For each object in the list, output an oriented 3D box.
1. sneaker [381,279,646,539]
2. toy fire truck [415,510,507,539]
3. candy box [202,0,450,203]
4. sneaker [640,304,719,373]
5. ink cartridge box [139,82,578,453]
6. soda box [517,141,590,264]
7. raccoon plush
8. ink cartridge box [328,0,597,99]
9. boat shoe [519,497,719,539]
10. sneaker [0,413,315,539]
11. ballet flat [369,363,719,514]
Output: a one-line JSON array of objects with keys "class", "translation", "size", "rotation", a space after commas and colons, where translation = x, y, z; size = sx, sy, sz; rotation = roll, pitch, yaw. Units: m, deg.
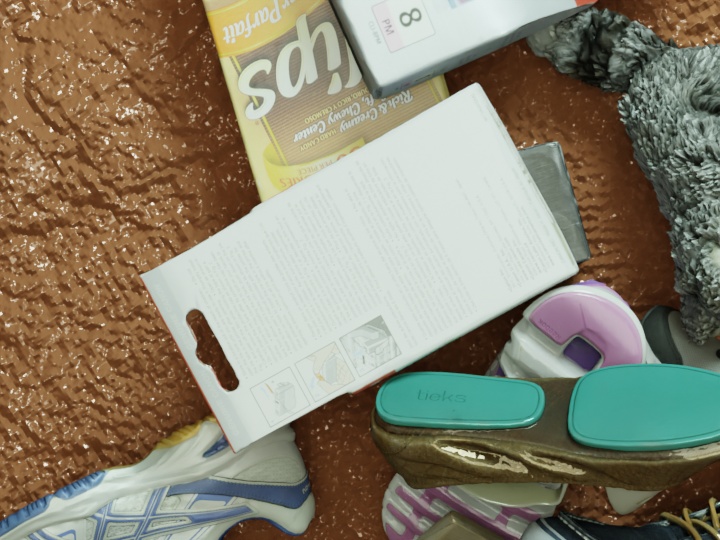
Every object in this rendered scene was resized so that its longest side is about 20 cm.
[{"class": "sneaker", "translation": [0.088, 0.082, 0.978], "size": [0.080, 0.088, 0.201], "rotation": [36, 114, 1]}, {"class": "toy fire truck", "translation": [0.084, 0.233, 0.957], "size": [0.176, 0.129, 0.200], "rotation": [-40, 79, 3]}, {"class": "candy box", "translation": [-0.024, -0.140, 0.994], "size": [0.115, 0.055, 0.201], "rotation": [-16, 88, 2]}, {"class": "sneaker", "translation": [0.231, 0.075, 0.942], "size": [0.200, 0.074, 0.080], "rotation": [38, 110, 27]}, {"class": "ink cartridge box", "translation": [0.000, 0.000, 0.932], "size": [0.199, 0.050, 0.109], "rotation": [-29, 89, 4]}, {"class": "soda box", "translation": [0.021, -0.010, 0.987], "size": [0.199, 0.063, 0.071], "rotation": [-16, 88, 4]}, {"class": "raccoon plush", "translation": [0.155, -0.048, 0.961], "size": [0.199, 0.097, 0.134], "rotation": [21, 72, 31]}, {"class": "ink cartridge box", "translation": [0.065, -0.204, 0.948], "size": [0.199, 0.057, 0.163], "rotation": [-24, 88, 1]}, {"class": "boat shoe", "translation": [0.178, 0.147, 0.945], "size": [0.199, 0.071, 0.091], "rotation": [26, 98, -27]}, {"class": "sneaker", "translation": [-0.120, 0.146, 0.988], "size": [0.199, 0.075, 0.089], "rotation": [-26, 88, 3]}, {"class": "ballet flat", "translation": [0.103, 0.089, 0.899], "size": [0.199, 0.068, 0.073], "rotation": [-3, 128, 18]}]
